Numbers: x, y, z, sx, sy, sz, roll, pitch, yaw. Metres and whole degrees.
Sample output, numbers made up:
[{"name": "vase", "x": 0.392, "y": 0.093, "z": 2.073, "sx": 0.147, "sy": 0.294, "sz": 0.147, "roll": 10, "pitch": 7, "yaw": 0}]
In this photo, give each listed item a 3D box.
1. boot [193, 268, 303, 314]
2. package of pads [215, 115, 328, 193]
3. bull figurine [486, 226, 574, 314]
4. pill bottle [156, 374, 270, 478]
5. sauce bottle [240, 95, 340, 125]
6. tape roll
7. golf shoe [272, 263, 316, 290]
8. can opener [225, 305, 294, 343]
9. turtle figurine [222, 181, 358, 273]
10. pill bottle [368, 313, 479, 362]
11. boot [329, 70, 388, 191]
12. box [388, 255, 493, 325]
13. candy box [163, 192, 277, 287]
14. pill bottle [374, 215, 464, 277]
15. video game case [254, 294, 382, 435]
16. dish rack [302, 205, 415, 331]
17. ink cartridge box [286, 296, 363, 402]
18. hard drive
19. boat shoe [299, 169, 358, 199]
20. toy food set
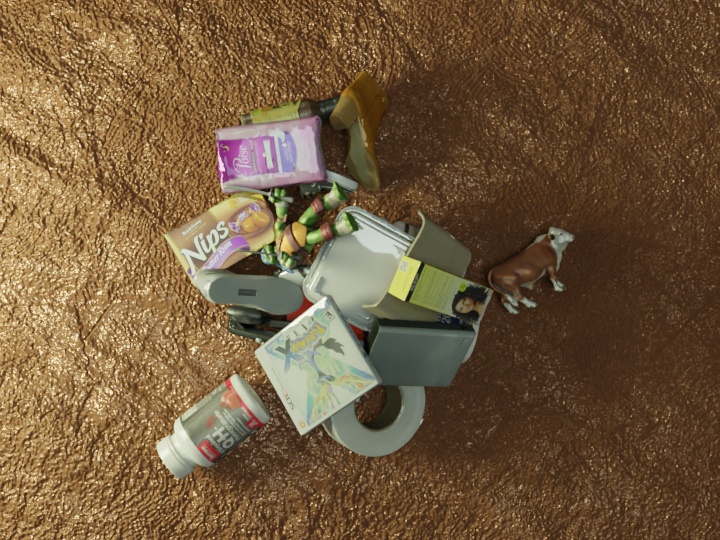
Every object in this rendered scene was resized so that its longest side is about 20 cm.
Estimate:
[{"name": "boot", "x": -0.210, "y": 0.030, "z": 1.414, "sx": 0.200, "sy": 0.096, "sz": 0.074, "roll": 12, "pitch": 98, "yaw": -33}, {"name": "package of pads", "x": -0.163, "y": -0.212, "z": 1.389, "sx": 0.199, "sy": 0.076, "sz": 0.121, "roll": -7, "pitch": 94, "yaw": -1}, {"name": "bull figurine", "x": 0.352, "y": -0.001, "z": 1.526, "sx": 0.200, "sy": 0.065, "sz": 0.122, "roll": -29, "pitch": 92, "yaw": -6}, {"name": "pill bottle", "x": -0.279, "y": 0.297, "z": 1.425, "sx": 0.200, "sy": 0.111, "sz": 0.111, "roll": -38, "pitch": 96, "yaw": -5}, {"name": "sauce bottle", "x": -0.129, "y": -0.294, "z": 1.459, "sx": 0.199, "sy": 0.065, "sz": 0.065, "roll": -16, "pitch": 93, "yaw": -9}, {"name": "tape roll", "x": 0.022, "y": 0.249, "z": 1.446, "sx": 0.202, "sy": 0.071, "sz": 0.203, "roll": -1, "pitch": 91, "yaw": -25}, {"name": "golf shoe", "x": -0.071, "y": 0.039, "z": 1.458, "sx": 0.199, "sy": 0.078, "sz": 0.095, "roll": 5, "pitch": 79, "yaw": -6}, {"name": "can opener", "x": -0.161, "y": 0.115, "z": 1.441, "sx": 0.199, "sy": 0.079, "sz": 0.064, "roll": 15, "pitch": 86, "yaw": 7}, {"name": "turtle figurine", "x": -0.117, "y": -0.081, "z": 1.327, "sx": 0.193, "sy": 0.144, "sz": 0.200, "roll": -27, "pitch": 121, "yaw": 13}, {"name": "pill bottle", "x": 0.121, "y": 0.105, "z": 1.475, "sx": 0.199, "sy": 0.111, "sz": 0.111, "roll": 15, "pitch": 89, "yaw": -8}, {"name": "boot", "x": 0.020, "y": -0.271, "z": 1.473, "sx": 0.144, "sy": 0.071, "sz": 0.201, "roll": -55, "pitch": 134, "yaw": -32}, {"name": "box", "x": 0.146, "y": 0.037, "z": 1.339, "sx": 0.200, "sy": 0.050, "sz": 0.075, "roll": 18, "pitch": 96, "yaw": -38}, {"name": "candy box", "x": -0.259, "y": -0.067, "z": 1.448, "sx": 0.200, "sy": 0.056, "sz": 0.117, "roll": -30, "pitch": 94, "yaw": -7}, {"name": "pill bottle", "x": 0.098, "y": -0.027, "z": 1.468, "sx": 0.199, "sy": 0.114, "sz": 0.114, "roll": 21, "pitch": 88, "yaw": -7}, {"name": "video game case", "x": -0.081, "y": 0.173, "z": 1.370, "sx": 0.200, "sy": 0.022, "sz": 0.183, "roll": -38, "pitch": 76, "yaw": 25}, {"name": "dish rack", "x": 0.000, "y": 0.000, "z": 1.394, "sx": 0.171, "sy": 0.044, "sz": 0.200, "roll": 29, "pitch": 99, "yaw": 0}, {"name": "ink cartridge box", "x": -0.070, "y": 0.151, "z": 1.482, "sx": 0.162, "sy": 0.050, "sz": 0.201, "roll": 7, "pitch": 93, "yaw": -8}, {"name": "hard drive", "x": 0.096, "y": 0.152, "z": 1.383, "sx": 0.199, "sy": 0.033, "sz": 0.140, "roll": 6, "pitch": 125, "yaw": -25}, {"name": "boat shoe", "x": -0.107, "y": -0.173, "z": 1.462, "sx": 0.199, "sy": 0.070, "sz": 0.066, "roll": 16, "pitch": 96, "yaw": -7}, {"name": "toy food set", "x": 0.103, "y": 0.010, "z": 1.368, "sx": 0.143, "sy": 0.060, "sz": 0.200, "roll": 32, "pitch": 86, "yaw": -39}]
